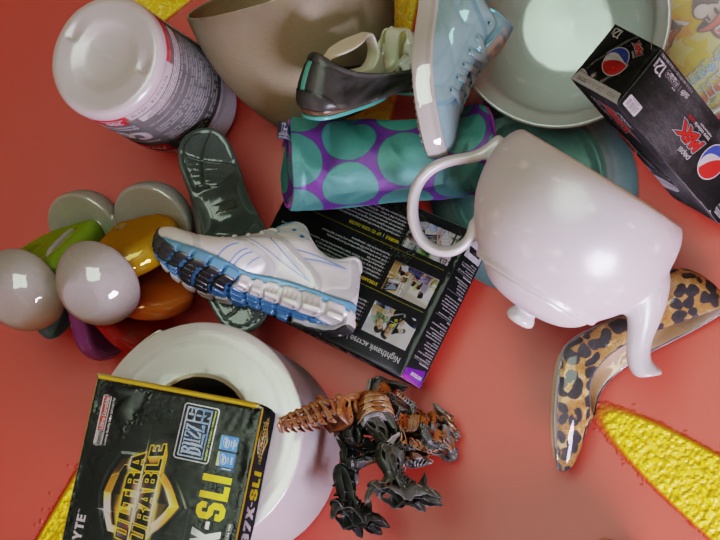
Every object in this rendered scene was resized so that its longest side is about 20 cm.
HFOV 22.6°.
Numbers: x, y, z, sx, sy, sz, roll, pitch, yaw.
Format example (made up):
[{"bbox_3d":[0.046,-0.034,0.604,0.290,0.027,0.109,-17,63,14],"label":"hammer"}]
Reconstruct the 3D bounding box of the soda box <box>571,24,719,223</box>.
[{"bbox_3d":[0.270,-0.126,1.581,0.063,0.200,0.071,-50,41,-2],"label":"soda box"}]

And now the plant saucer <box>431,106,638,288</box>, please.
[{"bbox_3d":[0.160,-0.079,1.686,0.198,0.036,0.202,-3,78,14],"label":"plant saucer"}]

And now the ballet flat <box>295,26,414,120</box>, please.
[{"bbox_3d":[0.023,-0.182,1.622,0.068,0.199,0.069,14,111,39],"label":"ballet flat"}]

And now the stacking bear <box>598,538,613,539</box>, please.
[{"bbox_3d":[0.168,0.299,1.564,0.198,0.122,0.115,-24,109,-3],"label":"stacking bear"}]

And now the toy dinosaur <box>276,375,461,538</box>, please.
[{"bbox_3d":[0.008,0.156,1.596,0.198,0.102,0.137,3,63,-21],"label":"toy dinosaur"}]

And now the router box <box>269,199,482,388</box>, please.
[{"bbox_3d":[0.000,0.000,1.684,0.199,0.051,0.150,25,85,29],"label":"router box"}]

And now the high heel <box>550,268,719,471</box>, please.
[{"bbox_3d":[0.248,0.090,1.611,0.141,0.071,0.202,10,79,12],"label":"high heel"}]

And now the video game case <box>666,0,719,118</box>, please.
[{"bbox_3d":[0.314,-0.233,1.688,0.199,0.023,0.183,-30,73,6],"label":"video game case"}]

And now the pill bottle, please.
[{"bbox_3d":[-0.198,-0.177,1.706,0.113,0.200,0.115,-3,80,18],"label":"pill bottle"}]

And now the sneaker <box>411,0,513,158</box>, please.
[{"bbox_3d":[0.091,-0.197,1.579,0.081,0.074,0.202,1,79,14],"label":"sneaker"}]

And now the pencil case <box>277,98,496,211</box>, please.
[{"bbox_3d":[0.024,-0.106,1.641,0.198,0.085,0.093,-3,65,-2],"label":"pencil case"}]

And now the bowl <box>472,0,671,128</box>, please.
[{"bbox_3d":[0.187,-0.228,1.654,0.199,0.090,0.203,0,91,13],"label":"bowl"}]

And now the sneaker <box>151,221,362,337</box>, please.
[{"bbox_3d":[-0.090,-0.010,1.634,0.198,0.075,0.087,20,68,-7],"label":"sneaker"}]

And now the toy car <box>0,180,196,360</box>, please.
[{"bbox_3d":[-0.245,0.014,1.714,0.198,0.175,0.151,-5,119,29],"label":"toy car"}]

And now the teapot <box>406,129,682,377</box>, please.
[{"bbox_3d":[0.167,-0.020,1.553,0.147,0.197,0.200,-58,40,6],"label":"teapot"}]

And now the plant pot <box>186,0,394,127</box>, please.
[{"bbox_3d":[-0.050,-0.209,1.703,0.198,0.200,0.136,-16,105,10],"label":"plant pot"}]

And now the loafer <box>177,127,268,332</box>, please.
[{"bbox_3d":[-0.125,-0.034,1.700,0.071,0.063,0.202,-12,77,-6],"label":"loafer"}]

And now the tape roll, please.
[{"bbox_3d":[-0.130,0.159,1.652,0.201,0.139,0.205,-3,78,13],"label":"tape roll"}]

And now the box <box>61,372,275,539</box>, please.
[{"bbox_3d":[-0.170,0.202,1.555,0.158,0.049,0.202,10,81,14],"label":"box"}]
